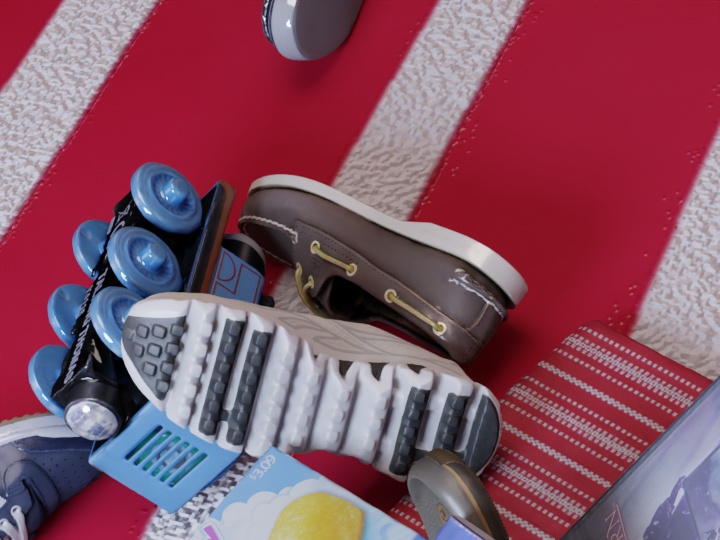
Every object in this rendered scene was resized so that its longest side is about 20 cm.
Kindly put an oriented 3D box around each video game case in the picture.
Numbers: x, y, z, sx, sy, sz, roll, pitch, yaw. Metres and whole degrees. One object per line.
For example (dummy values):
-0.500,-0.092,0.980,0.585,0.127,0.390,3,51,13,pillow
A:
0.155,0.132,1.242,0.200,0.019,0.143,-49,34,33,video game case

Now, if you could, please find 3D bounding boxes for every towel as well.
0.106,0.118,1.393,0.145,0.023,0.200,29,61,36,towel

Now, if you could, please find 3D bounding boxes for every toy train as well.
-0.105,0.030,1.471,0.087,0.114,0.200,-41,23,34,toy train

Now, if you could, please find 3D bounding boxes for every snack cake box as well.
-0.059,0.196,1.323,0.115,0.067,0.200,28,67,35,snack cake box

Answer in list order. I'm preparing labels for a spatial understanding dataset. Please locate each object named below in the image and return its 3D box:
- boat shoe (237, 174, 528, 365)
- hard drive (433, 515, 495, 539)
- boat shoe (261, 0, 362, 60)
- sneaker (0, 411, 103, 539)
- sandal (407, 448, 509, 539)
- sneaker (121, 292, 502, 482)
0.000,0.000,1.505,0.200,0.072,0.060,20,70,39,boat shoe
0.040,0.229,1.214,0.132,0.025,0.200,34,93,17,hard drive
-0.043,-0.201,1.714,0.091,0.071,0.200,3,42,21,boat shoe
-0.210,0.153,1.426,0.200,0.070,0.109,-21,52,-12,sneaker
0.056,0.182,1.257,0.055,0.082,0.200,-20,87,-20,sandal
-0.028,0.054,1.400,0.200,0.075,0.081,18,20,-13,sneaker
